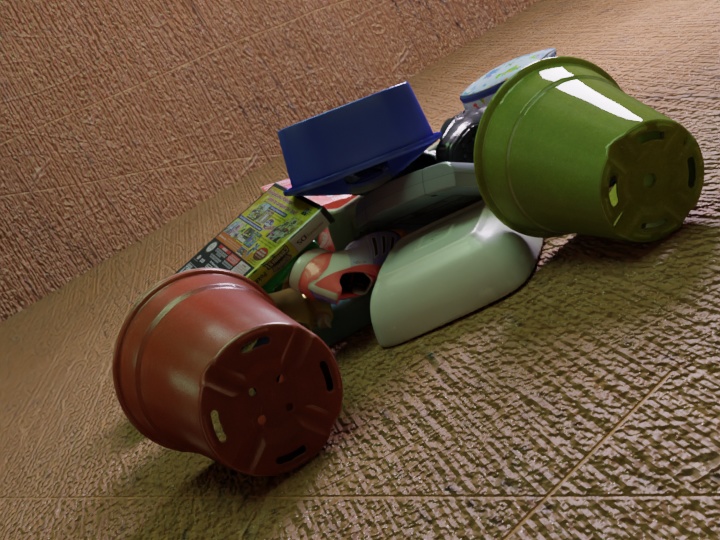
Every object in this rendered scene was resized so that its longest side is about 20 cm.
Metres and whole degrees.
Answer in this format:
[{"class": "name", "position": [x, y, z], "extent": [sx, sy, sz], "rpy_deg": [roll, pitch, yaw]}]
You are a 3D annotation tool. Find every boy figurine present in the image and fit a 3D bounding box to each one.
[{"class": "boy figurine", "position": [-0.086, 0.062, 1.525], "extent": [0.124, 0.064, 0.200], "rpy_deg": [-16, 29, 22]}]

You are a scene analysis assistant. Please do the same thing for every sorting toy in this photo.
[{"class": "sorting toy", "position": [0.055, -0.080, 1.728], "extent": [0.200, 0.036, 0.185], "rpy_deg": [-30, -23, -6]}]

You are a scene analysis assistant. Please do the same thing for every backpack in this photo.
[{"class": "backpack", "position": [0.224, -0.222, 1.845], "extent": [0.200, 0.147, 0.183], "rpy_deg": [-26, 11, 31]}]

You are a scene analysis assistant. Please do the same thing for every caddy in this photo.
[{"class": "caddy", "position": [-0.004, -0.144, 1.512], "extent": [0.200, 0.105, 0.141], "rpy_deg": [-21, 6, -4]}]

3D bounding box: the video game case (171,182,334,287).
[{"class": "video game case", "position": [-0.133, -0.024, 1.540], "extent": [0.181, 0.026, 0.200], "rpy_deg": [-43, 22, -7]}]

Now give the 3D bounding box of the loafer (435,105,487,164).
[{"class": "loafer", "position": [0.129, -0.159, 1.582], "extent": [0.070, 0.068, 0.201], "rpy_deg": [-1, 20, 25]}]

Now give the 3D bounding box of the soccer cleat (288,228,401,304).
[{"class": "soccer cleat", "position": [0.000, 0.000, 1.522], "extent": [0.073, 0.068, 0.200], "rpy_deg": [31, 27, 28]}]

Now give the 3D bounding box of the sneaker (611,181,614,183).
[{"class": "sneaker", "position": [0.230, -0.118, 1.559], "extent": [0.200, 0.088, 0.075], "rpy_deg": [-31, 14, 3]}]

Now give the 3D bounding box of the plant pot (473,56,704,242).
[{"class": "plant pot", "position": [0.246, -0.108, 1.318], "extent": [0.200, 0.200, 0.190], "rpy_deg": [-33, 25, -10]}]

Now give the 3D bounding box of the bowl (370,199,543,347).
[{"class": "bowl", "position": [0.102, -0.009, 1.461], "extent": [0.200, 0.075, 0.200], "rpy_deg": [-24, 14, 23]}]

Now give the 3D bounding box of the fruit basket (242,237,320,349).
[{"class": "fruit basket", "position": [-0.118, 0.019, 1.675], "extent": [0.185, 0.094, 0.200], "rpy_deg": [-48, -7, -18]}]

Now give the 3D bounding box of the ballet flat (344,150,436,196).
[{"class": "ballet flat", "position": [0.042, -0.122, 1.608], "extent": [0.200, 0.067, 0.057], "rpy_deg": [-1, -14, -2]}]

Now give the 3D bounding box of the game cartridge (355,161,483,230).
[{"class": "game cartridge", "position": [0.087, -0.087, 1.524], "extent": [0.133, 0.041, 0.200], "rpy_deg": [-5, -10, -36]}]

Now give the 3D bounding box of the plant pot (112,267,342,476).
[{"class": "plant pot", "position": [-0.124, 0.110, 1.284], "extent": [0.201, 0.201, 0.195], "rpy_deg": [-34, 21, -18]}]

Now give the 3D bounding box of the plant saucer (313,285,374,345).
[{"class": "plant saucer", "position": [-0.019, 0.038, 1.639], "extent": [0.200, 0.036, 0.200], "rpy_deg": [-28, 13, 7]}]

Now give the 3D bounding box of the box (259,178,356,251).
[{"class": "box", "position": [-0.031, -0.086, 1.830], "extent": [0.200, 0.095, 0.103], "rpy_deg": [-18, 35, -22]}]
